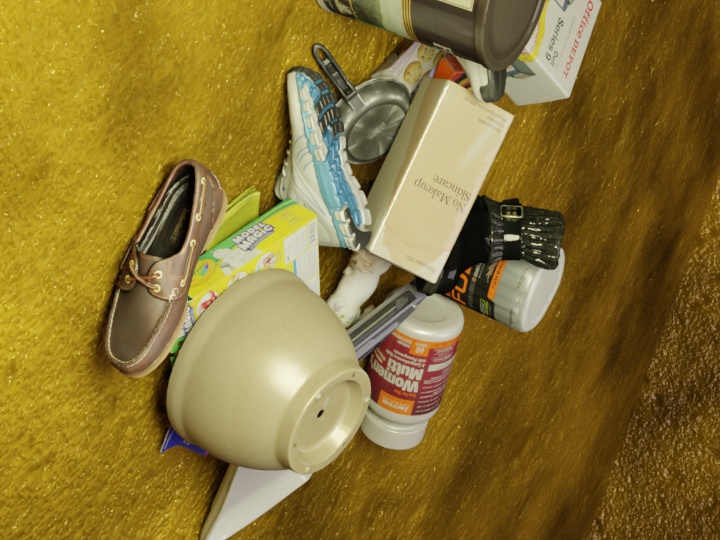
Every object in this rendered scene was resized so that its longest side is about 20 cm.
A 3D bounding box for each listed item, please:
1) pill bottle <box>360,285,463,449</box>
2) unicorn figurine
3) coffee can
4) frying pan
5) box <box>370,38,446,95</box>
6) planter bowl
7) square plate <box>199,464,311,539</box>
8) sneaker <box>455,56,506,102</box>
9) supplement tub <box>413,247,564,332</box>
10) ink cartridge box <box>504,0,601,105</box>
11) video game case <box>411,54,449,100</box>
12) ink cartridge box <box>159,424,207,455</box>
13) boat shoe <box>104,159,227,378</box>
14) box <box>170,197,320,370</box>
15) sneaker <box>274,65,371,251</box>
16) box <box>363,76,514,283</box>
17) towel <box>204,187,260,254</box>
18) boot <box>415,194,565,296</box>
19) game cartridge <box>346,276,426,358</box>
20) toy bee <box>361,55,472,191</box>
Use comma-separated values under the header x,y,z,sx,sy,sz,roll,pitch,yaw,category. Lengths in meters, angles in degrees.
x,y,z,sx,sy,sz,roll,pitch,yaw,category
0.062,0.130,1.865,0.109,0.109,0.202,-35,146,-51,pill bottle
0.000,0.000,1.673,0.137,0.073,0.202,-11,118,-67,unicorn figurine
0.071,-0.298,1.407,0.146,0.198,0.148,-45,148,-39,coffee can
0.009,-0.185,1.536,0.114,0.031,0.191,-26,144,-17,frying pan
0.084,-0.268,1.643,0.042,0.038,0.200,54,53,-18,box
-0.076,0.118,1.413,0.200,0.134,0.202,-35,142,-33,planter bowl
-0.099,0.219,1.642,0.197,0.028,0.201,-30,154,-45,square plate
0.084,-0.260,1.515,0.076,0.114,0.203,25,50,-66,sneaker
0.150,-0.014,1.817,0.123,0.198,0.123,-48,152,-36,supplement tub
0.180,-0.310,1.650,0.200,0.087,0.147,42,61,-38,ink cartridge box
0.109,-0.203,1.791,0.199,0.023,0.184,-9,119,-62,video game case
-0.135,0.138,1.534,0.199,0.037,0.095,-18,136,-60,ink cartridge box
-0.184,-0.005,1.287,0.070,0.070,0.202,58,50,-70,boat shoe
-0.125,0.026,1.435,0.199,0.048,0.118,-37,143,-35,box
-0.056,-0.109,1.467,0.075,0.086,0.202,-48,128,-57,sneaker
0.075,-0.099,1.542,0.202,0.094,0.078,-66,-159,2,box
-0.130,0.016,1.481,0.086,0.018,0.202,-45,148,-42,towel
0.156,-0.025,1.657,0.212,0.156,0.080,-68,178,-51,boot
-0.008,0.090,1.683,0.199,0.038,0.130,-37,169,-33,game cartridge
0.092,-0.155,1.663,0.108,0.132,0.200,12,144,-35,toy bee
